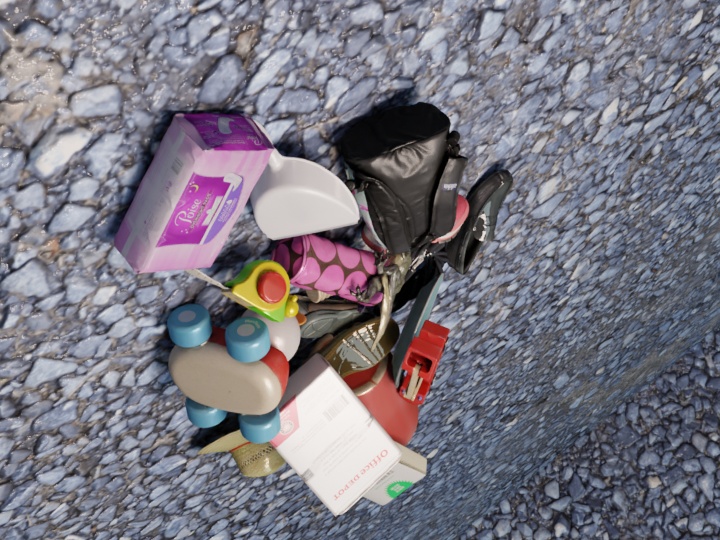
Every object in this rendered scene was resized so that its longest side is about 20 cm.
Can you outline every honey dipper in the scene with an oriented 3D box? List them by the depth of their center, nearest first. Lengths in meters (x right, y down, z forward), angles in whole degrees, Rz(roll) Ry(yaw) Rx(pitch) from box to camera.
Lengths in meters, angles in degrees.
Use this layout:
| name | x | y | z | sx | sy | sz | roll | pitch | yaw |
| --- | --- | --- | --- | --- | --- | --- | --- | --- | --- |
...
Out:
| name | x | y | z | sx | sy | sz | roll | pitch | yaw |
| --- | --- | --- | --- | --- | --- | --- | --- | --- | --- |
| honey dipper | 0.000 | 0.000 | 1.677 | 0.198 | 0.038 | 0.038 | -23 | 150 | -36 |

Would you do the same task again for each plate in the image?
| name | x | y | z | sx | sy | sz | roll | pitch | yaw |
| --- | --- | --- | --- | --- | --- | --- | --- | --- | --- |
| plate | 0.087 | 0.093 | 1.742 | 0.200 | 0.025 | 0.203 | 23 | 89 | -83 |

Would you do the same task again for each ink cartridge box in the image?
| name | x | y | z | sx | sy | sz | roll | pitch | yaw |
| --- | --- | --- | --- | --- | --- | --- | --- | --- | --- |
| ink cartridge box | -0.051 | 0.253 | 1.651 | 0.145 | 0.085 | 0.201 | -41 | 110 | -5 |

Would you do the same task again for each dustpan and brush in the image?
| name | x | y | z | sx | sy | sz | roll | pitch | yaw |
| --- | --- | --- | --- | --- | --- | --- | --- | --- | --- |
| dustpan and brush | -0.096 | -0.115 | 1.331 | 0.137 | 0.058 | 0.200 | -10 | 153 | 19 |

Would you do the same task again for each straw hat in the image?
| name | x | y | z | sx | sy | sz | roll | pitch | yaw |
| --- | --- | --- | --- | --- | --- | --- | --- | --- | --- |
| straw hat | -0.170 | 0.305 | 1.815 | 0.198 | 0.086 | 0.201 | -26 | 170 | -5 |

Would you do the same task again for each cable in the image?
| name | x | y | z | sx | sy | sz | roll | pitch | yaw |
| --- | --- | --- | --- | --- | --- | --- | --- | --- | --- |
| cable | 0.084 | 0.018 | 1.749 | 0.163 | 0.051 | 0.201 | -46 | 168 | -25 |

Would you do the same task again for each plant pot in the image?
| name | x | y | z | sx | sy | sz | roll | pitch | yaw |
| --- | --- | --- | --- | --- | --- | --- | --- | --- | --- |
| plant pot | -0.008 | 0.204 | 1.828 | 0.199 | 0.201 | 0.179 | -32 | 143 | -12 |

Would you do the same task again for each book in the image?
| name | x | y | z | sx | sy | sz | roll | pitch | yaw |
| --- | --- | --- | --- | --- | --- | --- | --- | --- | --- |
| book | -0.006 | 0.317 | 1.788 | 0.198 | 0.049 | 0.134 | 28 | 132 | -20 |

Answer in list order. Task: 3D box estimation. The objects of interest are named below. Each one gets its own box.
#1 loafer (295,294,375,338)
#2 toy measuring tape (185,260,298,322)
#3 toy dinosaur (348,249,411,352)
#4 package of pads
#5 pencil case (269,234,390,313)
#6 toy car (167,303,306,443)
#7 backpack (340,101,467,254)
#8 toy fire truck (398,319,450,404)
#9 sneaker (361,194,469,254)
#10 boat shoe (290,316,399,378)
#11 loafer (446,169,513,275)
| name | x | y | z | sx | sy | sz | roll | pitch | yaw |
| --- | --- | --- | --- | --- | --- | --- | --- | --- | --- |
| loafer | -0.044 | 0.066 | 1.697 | 0.072 | 0.063 | 0.199 | -43 | 157 | 21 |
| toy measuring tape | -0.157 | 0.003 | 1.412 | 0.199 | 0.074 | 0.074 | 32 | 111 | -29 |
| toy dinosaur | 0.033 | 0.016 | 1.527 | 0.088 | 0.047 | 0.203 | 20 | 88 | -54 |
| package of pads | -0.195 | -0.087 | 1.241 | 0.119 | 0.076 | 0.201 | -8 | 141 | -47 |
| pencil case | -0.045 | -0.001 | 1.537 | 0.199 | 0.093 | 0.092 | 20 | 86 | -48 |
| toy car | -0.161 | 0.104 | 1.540 | 0.201 | 0.174 | 0.187 | -56 | 150 | -47 |
| backpack | 0.059 | -0.122 | 1.445 | 0.164 | 0.128 | 0.202 | -15 | 140 | 0 |
| toy fire truck | 0.095 | 0.158 | 1.702 | 0.142 | 0.048 | 0.202 | -60 | 169 | -47 |
| sneaker | 0.096 | -0.087 | 1.616 | 0.198 | 0.074 | 0.088 | -20 | 147 | -33 |
| boat shoe | -0.028 | 0.134 | 1.704 | 0.200 | 0.063 | 0.073 | -39 | 114 | 4 |
| loafer | 0.200 | -0.079 | 1.763 | 0.067 | 0.071 | 0.202 | -11 | 143 | -43 |
